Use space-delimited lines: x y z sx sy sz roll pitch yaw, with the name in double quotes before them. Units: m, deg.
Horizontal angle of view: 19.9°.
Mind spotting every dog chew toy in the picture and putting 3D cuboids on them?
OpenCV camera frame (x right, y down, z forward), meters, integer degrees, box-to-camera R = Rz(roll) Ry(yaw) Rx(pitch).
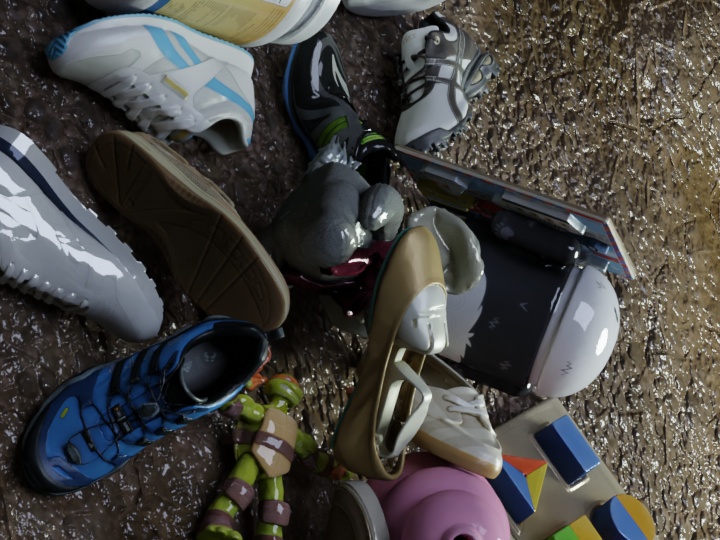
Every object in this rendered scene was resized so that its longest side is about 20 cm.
"dog chew toy" 0.061 0.205 1.595 0.124 0.200 0.125 0 87 -8

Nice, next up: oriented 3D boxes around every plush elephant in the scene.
"plush elephant" 0.000 0.000 1.635 0.155 0.165 0.200 43 36 -14

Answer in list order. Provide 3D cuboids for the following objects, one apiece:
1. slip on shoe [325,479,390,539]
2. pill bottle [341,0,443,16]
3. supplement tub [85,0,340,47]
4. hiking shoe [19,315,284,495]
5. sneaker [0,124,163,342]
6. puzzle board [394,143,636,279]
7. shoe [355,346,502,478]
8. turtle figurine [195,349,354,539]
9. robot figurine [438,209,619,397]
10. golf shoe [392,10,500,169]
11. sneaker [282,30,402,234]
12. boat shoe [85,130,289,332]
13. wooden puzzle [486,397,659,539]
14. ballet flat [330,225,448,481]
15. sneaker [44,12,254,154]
"slip on shoe" -0.018 0.260 1.560 0.060 0.076 0.201 0 95 -26
"pill bottle" 0.021 -0.340 1.852 0.112 0.112 0.201 5 71 -48
"supplement tub" -0.119 -0.257 1.626 0.200 0.144 0.145 9 67 -47
"hiking shoe" -0.152 0.087 1.446 0.200 0.087 0.075 -36 96 -24
"sneaker" -0.225 -0.010 1.466 0.200 0.076 0.081 46 55 -20
"puzzle board" 0.133 -0.047 1.766 0.017 0.199 0.151 -66 158 -10
"shoe" 0.057 0.101 1.652 0.070 0.200 0.054 17 106 -35
"turtle figurine" -0.079 0.137 1.566 0.200 0.064 0.162 41 53 -42
"robot figurine" 0.124 0.029 1.763 0.150 0.199 0.125 79 34 -76
"golf shoe" 0.057 -0.164 1.853 0.095 0.078 0.200 52 30 -15
"sneaker" -0.008 -0.110 1.741 0.071 0.083 0.200 -6 79 -50
"boat shoe" -0.118 -0.035 1.549 0.200 0.071 0.064 47 26 11
"wooden puzzle" 0.184 0.206 1.817 0.185 0.046 0.200 54 36 11
"ballet flat" 0.036 0.067 1.558 0.069 0.063 0.201 -6 117 -51
"sneaker" -0.156 -0.144 1.591 0.200 0.076 0.081 10 67 -45
